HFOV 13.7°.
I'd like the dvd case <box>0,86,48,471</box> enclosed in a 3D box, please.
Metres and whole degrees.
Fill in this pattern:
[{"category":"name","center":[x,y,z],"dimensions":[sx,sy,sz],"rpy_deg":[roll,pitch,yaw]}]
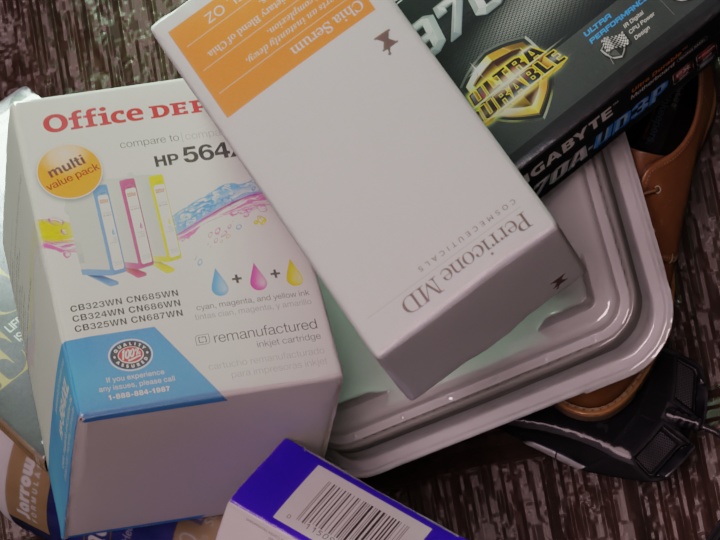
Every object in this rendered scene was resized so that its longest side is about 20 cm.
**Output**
[{"category":"dvd case","center":[-0.167,-0.001,1.536],"dimensions":[0.148,0.016,0.200],"rpy_deg":[-37,58,-23]}]

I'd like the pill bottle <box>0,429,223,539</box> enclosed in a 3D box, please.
[{"category":"pill bottle","center":[-0.120,0.096,1.540],"dimensions":[0.199,0.116,0.116],"rpy_deg":[24,89,21]}]

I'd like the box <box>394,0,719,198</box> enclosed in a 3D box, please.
[{"category":"box","center":[0.090,-0.139,1.430],"dimensions":[0.200,0.046,0.159],"rpy_deg":[-38,66,-6]}]

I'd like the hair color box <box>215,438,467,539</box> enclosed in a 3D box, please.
[{"category":"hair color box","center":[-0.027,0.190,1.410],"dimensions":[0.109,0.065,0.201],"rpy_deg":[29,126,13]}]

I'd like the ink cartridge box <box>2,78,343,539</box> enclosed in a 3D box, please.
[{"category":"ink cartridge box","center":[-0.098,0.005,1.435],"dimensions":[0.128,0.125,0.201],"rpy_deg":[-9,61,-14]}]

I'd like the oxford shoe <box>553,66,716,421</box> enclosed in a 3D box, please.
[{"category":"oxford shoe","center":[0.128,-0.026,1.477],"dimensions":[0.071,0.071,0.201],"rpy_deg":[13,75,8]}]

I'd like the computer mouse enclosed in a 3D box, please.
[{"category":"computer mouse","center":[0.121,0.094,1.487],"dimensions":[0.199,0.046,0.141],"rpy_deg":[15,68,12]}]

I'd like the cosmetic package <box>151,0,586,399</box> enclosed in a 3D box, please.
[{"category":"cosmetic package","center":[0.002,-0.054,1.351],"dimensions":[0.101,0.071,0.200],"rpy_deg":[-36,67,1]}]

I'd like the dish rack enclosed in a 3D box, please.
[{"category":"dish rack","center":[0.042,-0.006,1.457],"dimensions":[0.199,0.043,0.173],"rpy_deg":[-23,66,21]}]
